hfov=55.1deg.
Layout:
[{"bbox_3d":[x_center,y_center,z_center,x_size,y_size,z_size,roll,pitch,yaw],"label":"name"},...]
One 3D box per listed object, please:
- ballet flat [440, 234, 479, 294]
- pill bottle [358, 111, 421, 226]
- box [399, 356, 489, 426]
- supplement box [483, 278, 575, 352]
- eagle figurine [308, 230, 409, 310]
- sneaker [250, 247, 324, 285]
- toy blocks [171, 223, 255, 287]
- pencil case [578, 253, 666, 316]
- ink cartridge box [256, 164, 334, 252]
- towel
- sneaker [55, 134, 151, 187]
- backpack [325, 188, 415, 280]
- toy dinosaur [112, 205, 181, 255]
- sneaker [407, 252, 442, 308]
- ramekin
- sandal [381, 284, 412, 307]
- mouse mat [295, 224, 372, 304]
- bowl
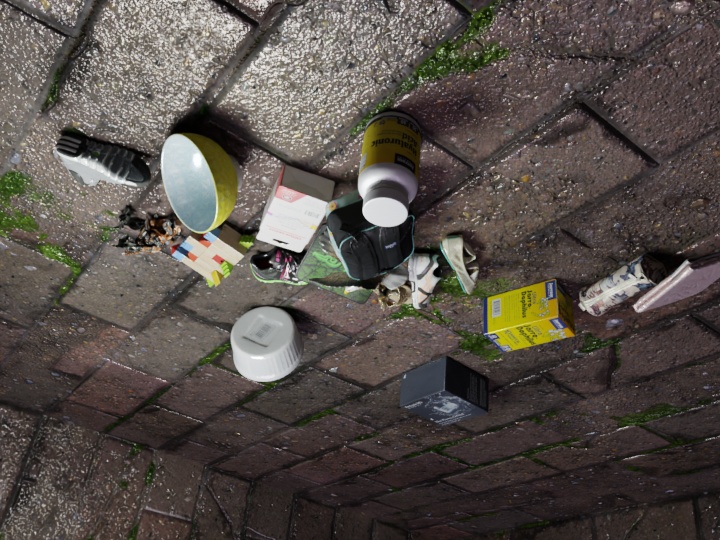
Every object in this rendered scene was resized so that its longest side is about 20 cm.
[{"bbox_3d":[0.245,-0.011,1.606,0.062,0.068,0.200,-18,140,17],"label":"ballet flat"},{"bbox_3d":[0.053,-0.183,1.264,0.110,0.201,0.112,4,147,3],"label":"pill bottle"},{"bbox_3d":[0.258,0.377,2.126,0.199,0.118,0.196,30,140,-29],"label":"box"},{"bbox_3d":[0.417,0.115,1.717,0.199,0.110,0.109,-19,138,33],"label":"supplement box"},{"bbox_3d":[-0.005,0.005,1.558,0.199,0.152,0.151,34,96,-25],"label":"eagle figurine"},{"bbox_3d":[-0.179,-0.013,1.670,0.198,0.077,0.084,-6,148,16],"label":"sneaker"},{"bbox_3d":[-0.360,-0.055,1.640,0.136,0.100,0.200,36,136,-20],"label":"toy blocks"},{"bbox_3d":[0.599,0.037,1.592,0.089,0.078,0.200,-10,160,-38],"label":"pencil case"},{"bbox_3d":[-0.146,-0.129,1.500,0.116,0.068,0.200,18,143,-15],"label":"ink cartridge box"},{"bbox_3d":[0.725,0.019,1.515,0.198,0.032,0.191,-12,152,-26],"label":"towel"},{"bbox_3d":[-0.538,-0.210,1.461,0.199,0.075,0.116,23,149,-5],"label":"sneaker"},{"bbox_3d":[0.022,-0.078,1.442,0.175,0.154,0.201,-25,145,-4],"label":"backpack"},{"bbox_3d":[-0.506,-0.074,1.633,0.135,0.103,0.200,16,127,-43],"label":"toy dinosaur"},{"bbox_3d":[0.160,0.030,1.673,0.079,0.074,0.201,-2,145,9],"label":"sneaker"},{"bbox_3d":[-0.259,0.193,1.886,0.198,0.202,0.098,2,139,8],"label":"ramekin"},{"bbox_3d":[0.071,0.057,1.730,0.077,0.070,0.212,-14,141,29],"label":"sandal"},{"bbox_3d":[-0.038,-0.012,1.640,0.199,0.008,0.162,21,114,-22],"label":"mouse mat"},{"bbox_3d":[-0.304,-0.185,1.391,0.107,0.201,0.200,-23,168,-40],"label":"bowl"}]
